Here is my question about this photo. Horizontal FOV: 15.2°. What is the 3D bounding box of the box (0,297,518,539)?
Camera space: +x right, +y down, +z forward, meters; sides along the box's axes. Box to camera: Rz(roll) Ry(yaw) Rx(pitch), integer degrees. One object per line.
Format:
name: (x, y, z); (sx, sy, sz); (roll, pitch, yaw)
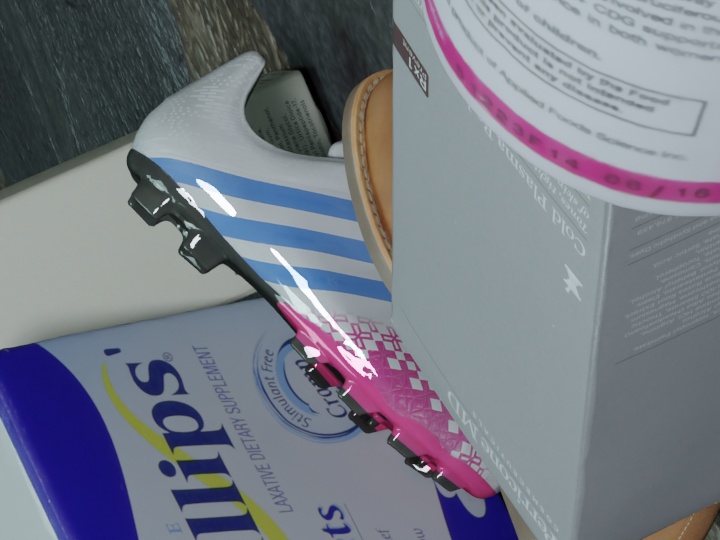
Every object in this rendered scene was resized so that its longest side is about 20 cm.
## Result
box: (-0.048, 0.118, 1.074); (0.184, 0.200, 0.105); (61, 140, 23)

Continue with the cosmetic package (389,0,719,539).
cosmetic package: (0.066, -0.019, 0.707); (0.107, 0.090, 0.200); (55, 159, 31)

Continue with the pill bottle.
pill bottle: (0.073, -0.101, 0.486); (0.114, 0.113, 0.200); (61, 165, 21)

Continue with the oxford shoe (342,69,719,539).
oxford shoe: (0.060, 0.006, 0.853); (0.071, 0.071, 0.200); (-52, 58, 43)

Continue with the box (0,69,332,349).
box: (-0.104, -0.009, 1.118); (0.082, 0.200, 0.068); (69, 168, -9)

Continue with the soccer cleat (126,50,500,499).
soccer cleat: (0.000, 0.000, 1.040); (0.200, 0.086, 0.070); (44, 174, -8)
